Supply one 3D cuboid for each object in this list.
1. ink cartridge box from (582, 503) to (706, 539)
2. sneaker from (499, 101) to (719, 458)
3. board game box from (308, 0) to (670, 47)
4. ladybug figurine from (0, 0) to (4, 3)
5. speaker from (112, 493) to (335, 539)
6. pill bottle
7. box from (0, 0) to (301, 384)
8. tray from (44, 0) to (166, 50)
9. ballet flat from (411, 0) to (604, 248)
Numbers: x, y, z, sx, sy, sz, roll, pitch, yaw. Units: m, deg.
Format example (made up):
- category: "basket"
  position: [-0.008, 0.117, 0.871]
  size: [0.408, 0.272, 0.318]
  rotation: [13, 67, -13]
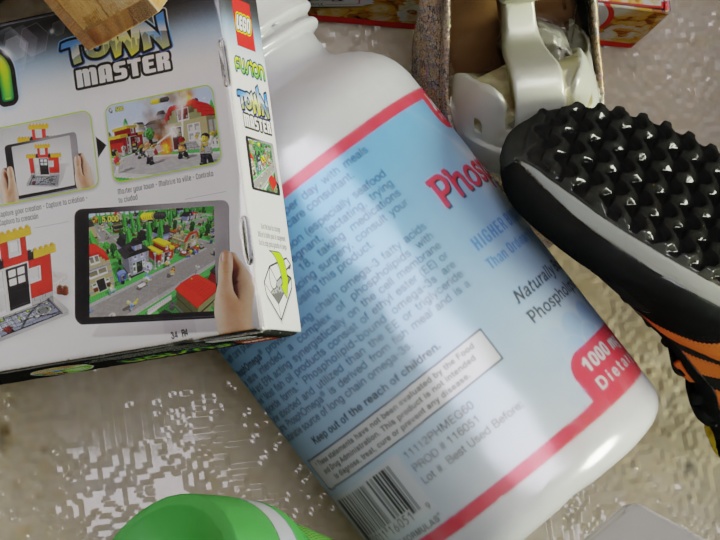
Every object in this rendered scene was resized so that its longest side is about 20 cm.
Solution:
- category: "ink cartridge box"
  position: [0.103, 0.197, 0.693]
  size: [0.125, 0.128, 0.201]
  rotation: [-36, 122, -21]
- category: "sneaker"
  position: [0.123, 0.025, 0.790]
  size: [0.199, 0.090, 0.070]
  rotation: [28, 36, -3]
- category: "board game box"
  position: [0.012, -0.167, 0.871]
  size: [0.199, 0.046, 0.152]
  rotation: [4, 77, -12]
- category: "ladybug figurine"
  position: [-0.174, -0.141, 0.809]
  size: [0.200, 0.072, 0.136]
  rotation: [-34, 88, -17]
- category: "speaker"
  position: [0.009, 0.135, 0.742]
  size: [0.200, 0.088, 0.089]
  rotation: [29, 70, -39]
- category: "pill bottle"
  position: [0.000, 0.000, 0.800]
  size: [0.109, 0.109, 0.200]
  rotation: [-37, 89, -17]
- category: "box"
  position: [-0.123, -0.019, 0.759]
  size: [0.199, 0.035, 0.111]
  rotation: [-9, 84, 18]
- category: "tray"
  position: [-0.068, -0.168, 0.748]
  size: [0.099, 0.037, 0.200]
  rotation: [49, 42, -22]
- category: "ballet flat"
  position: [0.051, -0.090, 0.809]
  size: [0.068, 0.067, 0.201]
  rotation: [-9, 112, -7]
